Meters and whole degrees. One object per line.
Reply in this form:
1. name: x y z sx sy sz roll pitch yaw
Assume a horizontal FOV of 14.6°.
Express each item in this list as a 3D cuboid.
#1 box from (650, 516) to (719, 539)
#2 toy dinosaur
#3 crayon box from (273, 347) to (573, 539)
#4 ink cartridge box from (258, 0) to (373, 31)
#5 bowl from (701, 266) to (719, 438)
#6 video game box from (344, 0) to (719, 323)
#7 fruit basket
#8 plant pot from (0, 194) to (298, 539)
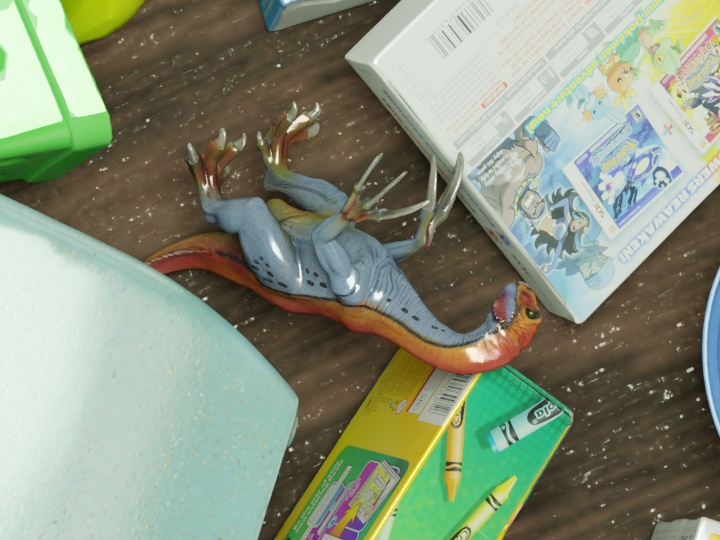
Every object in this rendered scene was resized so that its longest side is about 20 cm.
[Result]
1. box: 0.169 0.233 1.376 0.101 0.112 0.201 21 82 -3
2. toy dinosaur: 0.000 0.000 1.357 0.105 0.200 0.182 -14 59 -42
3. crayon box: 0.009 0.134 1.362 0.058 0.119 0.201 36 80 -17
4. ink cartridge box: -0.021 -0.238 1.436 0.115 0.068 0.201 -18 85 -10
5. bowl: 0.269 0.042 1.381 0.199 0.039 0.202 -1 87 12
6. video game box: 0.120 -0.107 1.417 0.200 0.047 0.182 -44 111 -10
7. fruit basket: -0.165 -0.147 1.352 0.214 0.155 0.217 3 82 -19
8. plant pot: -0.144 0.087 1.326 0.199 0.196 0.197 20 81 -12
